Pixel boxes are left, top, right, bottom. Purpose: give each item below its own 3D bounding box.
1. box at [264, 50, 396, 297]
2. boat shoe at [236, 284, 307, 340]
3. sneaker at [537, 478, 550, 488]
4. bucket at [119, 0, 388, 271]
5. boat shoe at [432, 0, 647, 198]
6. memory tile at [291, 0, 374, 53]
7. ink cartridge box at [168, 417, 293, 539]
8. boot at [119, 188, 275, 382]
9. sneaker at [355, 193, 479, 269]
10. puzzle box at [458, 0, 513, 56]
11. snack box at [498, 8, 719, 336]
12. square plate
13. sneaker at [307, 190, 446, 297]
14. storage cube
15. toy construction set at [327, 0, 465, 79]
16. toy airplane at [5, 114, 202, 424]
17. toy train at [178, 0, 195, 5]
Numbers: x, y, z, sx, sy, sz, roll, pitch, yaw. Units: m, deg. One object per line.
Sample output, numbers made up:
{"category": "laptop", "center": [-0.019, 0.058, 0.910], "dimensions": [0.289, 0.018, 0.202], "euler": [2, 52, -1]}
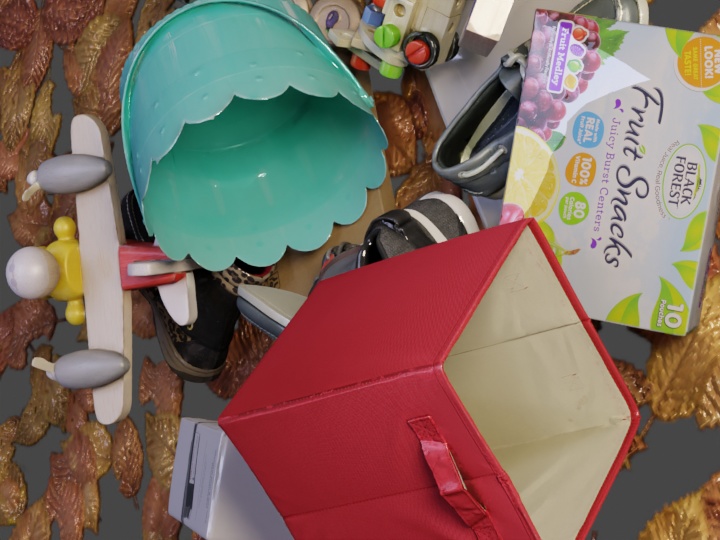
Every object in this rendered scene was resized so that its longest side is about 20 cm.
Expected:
{"category": "box", "center": [-0.036, -0.075, 1.776], "dimensions": [0.163, 0.021, 0.200], "euler": [-35, 54, 41]}
{"category": "boat shoe", "center": [-0.029, 0.069, 1.591], "dimensions": [0.200, 0.073, 0.062], "euler": [30, 109, 37]}
{"category": "sneaker", "center": [0.096, 0.175, 1.503], "dimensions": [0.081, 0.074, 0.200], "euler": [65, 163, -15]}
{"category": "bucket", "center": [-0.093, -0.114, 1.681], "dimensions": [0.207, 0.207, 0.135], "euler": [-50, 44, 30]}
{"category": "boat shoe", "center": [0.126, -0.128, 1.500], "dimensions": [0.200, 0.062, 0.073], "euler": [-48, 47, 32]}
{"category": "memory tile", "center": [-0.035, -0.259, 1.749], "dimensions": [0.200, 0.017, 0.153], "euler": [11, 94, 23]}
{"category": "ink cartridge box", "center": [-0.057, 0.163, 1.587], "dimensions": [0.200, 0.145, 0.084], "euler": [176, 103, -77]}
{"category": "boot", "center": [-0.144, -0.022, 1.832], "dimensions": [0.151, 0.073, 0.200], "euler": [-55, 46, 44]}
{"category": "sneaker", "center": [0.056, 0.050, 1.508], "dimensions": [0.073, 0.112, 0.200], "euler": [-30, 83, 47]}
{"category": "puzzle box", "center": [0.105, -0.221, 1.497], "dimensions": [0.200, 0.025, 0.133], "euler": [-73, 3, -88]}
{"category": "snack box", "center": [0.174, -0.067, 1.424], "dimensions": [0.142, 0.053, 0.200], "euler": [11, 96, 17]}
{"category": "square plate", "center": [0.137, -0.152, 1.577], "dimensions": [0.200, 0.028, 0.198], "euler": [-45, 48, 34]}
{"category": "sneaker", "center": [0.000, 0.000, 1.657], "dimensions": [0.200, 0.077, 0.082], "euler": [-52, 56, 29]}
{"category": "storage cube", "center": [0.049, 0.097, 1.375], "dimensions": [0.180, 0.171, 0.200], "euler": [-17, 24, 34]}
{"category": "toy construction set", "center": [0.027, -0.227, 1.623], "dimensions": [0.131, 0.092, 0.200], "euler": [29, 131, 21]}
{"category": "toy airplane", "center": [-0.226, 0.001, 1.771], "dimensions": [0.200, 0.141, 0.199], "euler": [58, 138, 33]}
{"category": "toy train", "center": [-0.100, -0.305, 1.843], "dimensions": [0.085, 0.114, 0.200], "euler": [40, 111, 48]}
